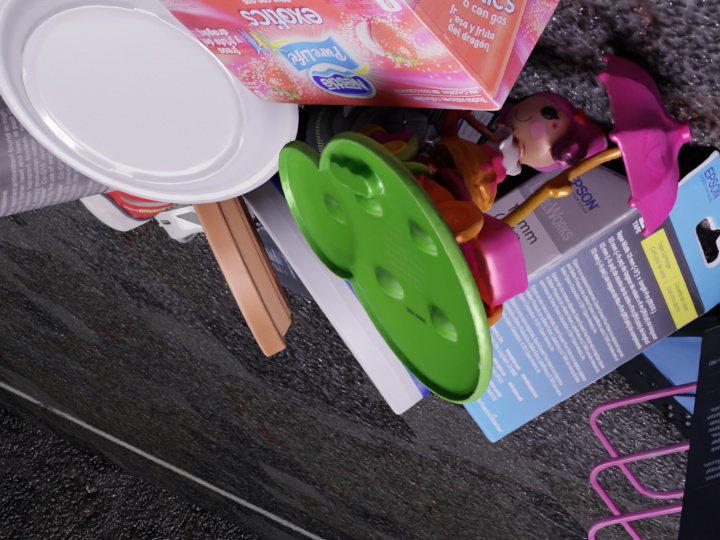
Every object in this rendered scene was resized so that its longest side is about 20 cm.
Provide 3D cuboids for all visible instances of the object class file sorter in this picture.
[{"bbox_3d":[0.227,0.192,1.087,0.125,0.201,0.139,-17,135,26],"label":"file sorter"}]

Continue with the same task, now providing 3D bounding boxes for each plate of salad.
[{"bbox_3d":[-0.131,-0.119,0.984,0.199,0.048,0.201,10,139,9],"label":"plate of salad"}]

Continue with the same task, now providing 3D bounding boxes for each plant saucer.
[{"bbox_3d":[-0.096,-0.035,1.184,0.200,0.032,0.201,155,90,-89],"label":"plant saucer"}]

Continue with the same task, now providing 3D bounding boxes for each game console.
[{"bbox_3d":[0.266,0.087,1.168,0.177,0.031,0.200,37,162,-21],"label":"game console"}]

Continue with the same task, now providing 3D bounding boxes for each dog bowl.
[{"bbox_3d":[0.000,0.000,1.161,0.201,0.079,0.200,55,178,3],"label":"dog bowl"}]

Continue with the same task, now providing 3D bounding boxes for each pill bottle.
[{"bbox_3d":[-0.239,-0.094,1.085,0.114,0.199,0.115,39,137,49],"label":"pill bottle"}]

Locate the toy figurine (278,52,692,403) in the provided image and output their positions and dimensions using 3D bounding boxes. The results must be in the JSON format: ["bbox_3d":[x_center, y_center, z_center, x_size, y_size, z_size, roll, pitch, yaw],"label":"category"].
[{"bbox_3d":[0.080,-0.049,0.865,0.200,0.183,0.151,35,147,52],"label":"toy figurine"}]

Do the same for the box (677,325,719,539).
[{"bbox_3d":[0.292,0.148,0.956,0.117,0.201,0.196,-25,126,40],"label":"box"}]

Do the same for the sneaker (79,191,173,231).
[{"bbox_3d":[-0.201,-0.100,1.220,0.085,0.078,0.200,-22,150,26],"label":"sneaker"}]

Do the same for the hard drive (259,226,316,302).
[{"bbox_3d":[-0.023,-0.003,1.391,0.199,0.042,0.135,25,162,21],"label":"hard drive"}]

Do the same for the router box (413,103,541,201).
[{"bbox_3d":[0.083,-0.046,1.069,0.149,0.051,0.200,24,161,29],"label":"router box"}]

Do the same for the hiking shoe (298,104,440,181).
[{"bbox_3d":[0.020,-0.036,1.017,0.100,0.076,0.201,30,153,40],"label":"hiking shoe"}]

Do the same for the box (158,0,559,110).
[{"bbox_3d":[0.001,-0.151,0.830,0.199,0.103,0.095,8,152,50],"label":"box"}]

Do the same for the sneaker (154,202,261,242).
[{"bbox_3d":[-0.165,-0.069,1.347,0.199,0.074,0.089,23,126,29],"label":"sneaker"}]

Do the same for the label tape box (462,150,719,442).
[{"bbox_3d":[0.129,0.003,0.975,0.066,0.199,0.143,58,-177,36],"label":"label tape box"}]
